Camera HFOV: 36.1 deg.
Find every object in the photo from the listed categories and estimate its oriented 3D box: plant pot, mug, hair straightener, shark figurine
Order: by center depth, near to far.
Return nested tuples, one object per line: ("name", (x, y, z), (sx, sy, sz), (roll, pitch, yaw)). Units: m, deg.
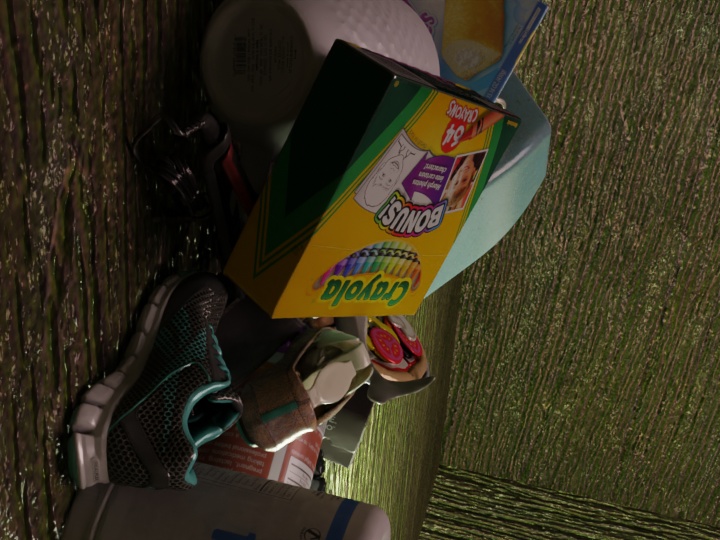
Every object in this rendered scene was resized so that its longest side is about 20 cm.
("hair straightener", (-0.104, -0.038, 0.739), (0.201, 0.075, 0.042), (70, 8, -60))
("mug", (-0.042, -0.122, 0.820), (0.175, 0.145, 0.204), (-9, 115, -66))
("shark figurine", (-0.010, 0.020, 0.980), (0.089, 0.127, 0.219), (22, 62, -48))
("plant pot", (0.092, -0.123, 1.178), (0.198, 0.198, 0.196), (59, -7, 23))

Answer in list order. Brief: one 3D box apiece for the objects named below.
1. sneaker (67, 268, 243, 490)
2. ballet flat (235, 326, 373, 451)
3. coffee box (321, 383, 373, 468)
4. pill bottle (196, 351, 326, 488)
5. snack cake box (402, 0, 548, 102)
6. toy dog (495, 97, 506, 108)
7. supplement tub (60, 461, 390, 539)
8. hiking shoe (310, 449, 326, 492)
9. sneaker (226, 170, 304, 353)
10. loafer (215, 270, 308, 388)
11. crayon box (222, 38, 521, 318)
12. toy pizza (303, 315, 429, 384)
("sneaker", (-0.117, 0.077, 0.745), (0.201, 0.089, 0.079), (-68, 165, -49))
("ballet flat", (-0.028, 0.081, 0.820), (0.069, 0.066, 0.200), (62, 19, -6))
("coffee box", (-0.027, 0.094, 1.162), (0.201, 0.111, 0.081), (-67, 178, -52))
("pill bottle", (-0.097, 0.174, 0.899), (0.113, 0.110, 0.203), (79, 24, -63))
("snack cake box", (0.058, -0.159, 0.928), (0.202, 0.114, 0.067), (-60, 180, 11))
("toy dog", (0.034, -0.172, 1.024), (0.132, 0.197, 0.097), (75, -11, -66))
("supplement tub", (-0.087, 0.202, 0.734), (0.132, 0.196, 0.135), (10, 90, -80))
("hiking shoe", (-0.085, 0.124, 1.017), (0.075, 0.085, 0.204), (111, -30, -72))
("sneaker", (-0.068, -0.005, 0.944), (0.075, 0.086, 0.203), (-65, 162, -54))
("loafer", (-0.074, 0.027, 0.854), (0.201, 0.072, 0.073), (-54, 127, -21))
("crayon box", (0.015, -0.054, 0.779), (0.199, 0.058, 0.175), (2, 119, -58))
("toy pizza", (-0.003, 0.039, 1.088), (0.032, 0.200, 0.200), (-48, 180, 20))
